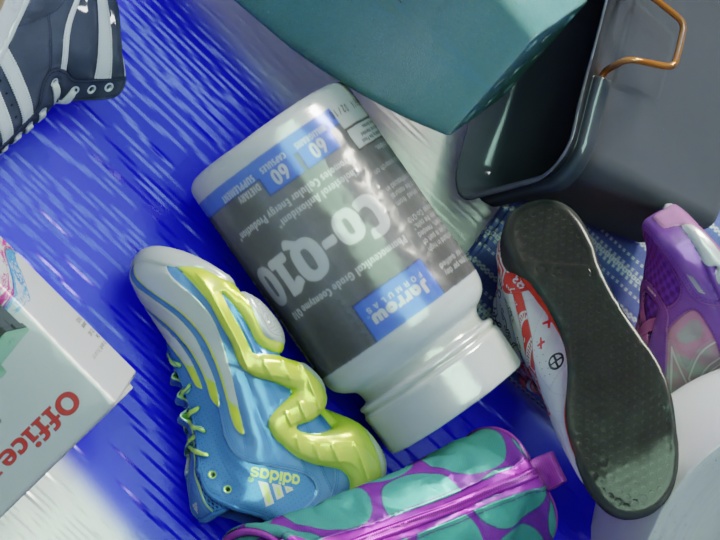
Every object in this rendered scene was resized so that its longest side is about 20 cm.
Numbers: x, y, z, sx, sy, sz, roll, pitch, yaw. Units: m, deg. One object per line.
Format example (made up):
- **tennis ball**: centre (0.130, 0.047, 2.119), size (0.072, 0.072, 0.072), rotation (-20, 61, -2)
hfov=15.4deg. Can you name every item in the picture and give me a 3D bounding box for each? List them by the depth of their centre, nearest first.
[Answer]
- **ink cartridge box**: centre (-0.243, 0.044, 1.447), size (0.145, 0.084, 0.200), rotation (-44, 95, 7)
- **pencil case**: centre (0.018, 0.155, 1.506), size (0.200, 0.092, 0.085), rotation (-20, 74, -37)
- **sneaker**: centre (-0.208, -0.092, 1.535), size (0.108, 0.070, 0.200), rotation (25, 90, -46)
- **sneaker**: centre (-0.078, 0.082, 1.536), size (0.200, 0.076, 0.105), rotation (45, 66, -6)
- **pill bottle**: centre (0.000, 0.000, 1.566), size (0.114, 0.114, 0.200), rotation (-35, 90, -25)
- **plant pot**: centre (0.024, -0.188, 1.569), size (0.200, 0.141, 0.141), rotation (45, 33, 4)
- **sneaker**: centre (0.132, 0.065, 1.573), size (0.067, 0.108, 0.202), rotation (-17, 68, -9)
- **tape roll**: centre (0.241, 0.156, 1.585), size (0.202, 0.071, 0.203), rotation (-8, 114, -18)
- **sneaker**: centre (0.187, 0.053, 1.607), size (0.088, 0.201, 0.081), rotation (-20, 39, -8)
- **storage bin**: centre (0.168, -0.118, 1.630), size (0.134, 0.145, 0.201), rotation (23, 72, -26)
- **towel**: centre (0.147, -0.005, 1.678), size (0.145, 0.024, 0.200), rotation (40, 68, -9)
